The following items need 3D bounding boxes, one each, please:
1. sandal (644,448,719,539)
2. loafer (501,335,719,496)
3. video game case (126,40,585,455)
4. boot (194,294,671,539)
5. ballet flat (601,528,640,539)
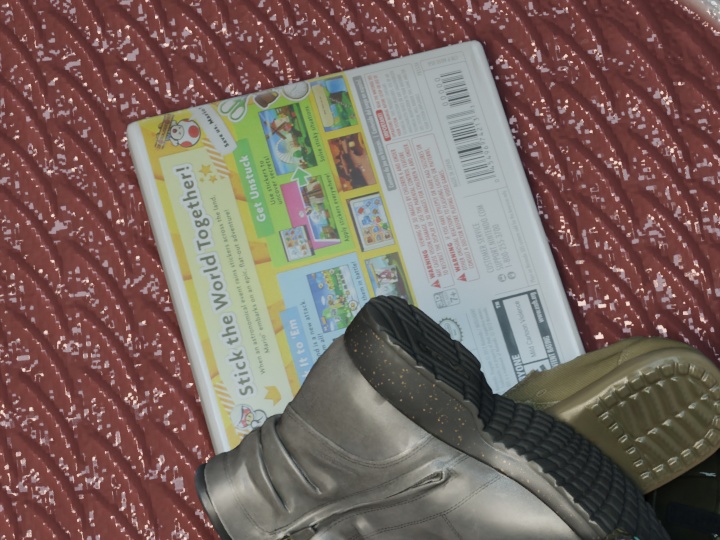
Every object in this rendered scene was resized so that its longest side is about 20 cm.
[{"bbox_3d":[0.148,0.139,1.154,0.080,0.057,0.201,23,54,6],"label":"sandal"},{"bbox_3d":[0.076,0.090,1.149,0.200,0.067,0.076,-24,103,9],"label":"loafer"},{"bbox_3d":[0.000,0.000,1.210,0.181,0.023,0.201,-14,72,-9],"label":"video game case"},{"bbox_3d":[0.037,0.115,1.097,0.200,0.070,0.132,42,110,-1],"label":"boot"},{"bbox_3d":[0.034,0.158,1.034,0.200,0.072,0.072,-23,72,4],"label":"ballet flat"}]
